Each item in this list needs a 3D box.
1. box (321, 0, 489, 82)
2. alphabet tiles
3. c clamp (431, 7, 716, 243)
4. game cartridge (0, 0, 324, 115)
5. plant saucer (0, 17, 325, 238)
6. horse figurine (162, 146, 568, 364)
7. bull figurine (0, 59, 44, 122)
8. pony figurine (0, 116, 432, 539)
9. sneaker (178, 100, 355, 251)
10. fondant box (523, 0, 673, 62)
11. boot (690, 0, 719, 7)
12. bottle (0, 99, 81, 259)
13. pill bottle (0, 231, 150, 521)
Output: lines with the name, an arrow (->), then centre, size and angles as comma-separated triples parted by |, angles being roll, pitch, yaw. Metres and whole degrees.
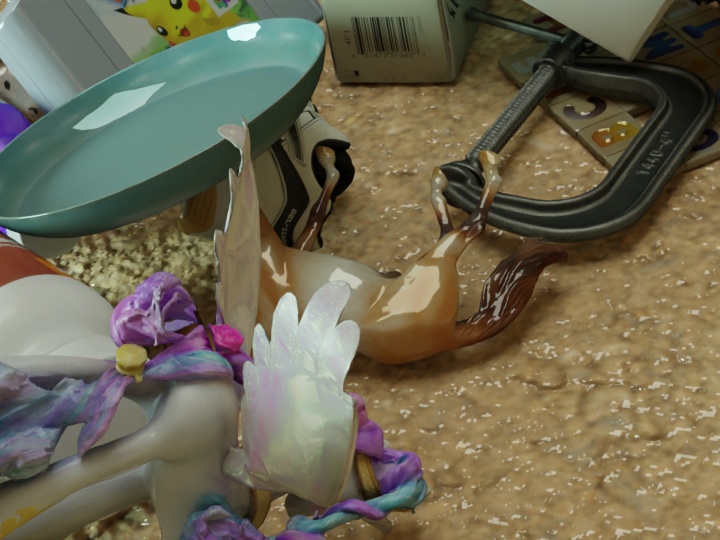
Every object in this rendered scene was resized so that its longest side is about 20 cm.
box -> 0.042, -0.198, 1.317 | 0.081, 0.069, 0.201 | 1, 38, 17
alphabet tiles -> 0.182, -0.122, 1.223 | 0.166, 0.008, 0.200 | -22, 37, -13
c clamp -> 0.105, -0.078, 1.163 | 0.170, 0.027, 0.200 | 10, 40, 21
game cartridge -> -0.122, -0.156, 1.263 | 0.200, 0.134, 0.040 | -43, 5, -35
plant saucer -> -0.104, -0.070, 1.075 | 0.199, 0.028, 0.200 | -21, 23, 9
horse figurine -> 0.000, 0.000, 1.051 | 0.198, 0.050, 0.134 | 8, 69, 12
bull figurine -> -0.173, -0.170, 1.350 | 0.120, 0.065, 0.201 | -3, 38, 6
pony figurine -> -0.068, 0.060, 0.873 | 0.198, 0.194, 0.167 | -12, 41, -9
sneaker -> -0.045, -0.068, 1.179 | 0.087, 0.076, 0.201 | 14, 33, -4
fondant box -> 0.124, -0.220, 1.251 | 0.144, 0.058, 0.200 | 30, 33, -4
boot -> 0.239, -0.206, 1.155 | 0.196, 0.074, 0.163 | -4, 29, 0
bottle -> -0.228, -0.063, 1.218 | 0.083, 0.066, 0.199 | -33, 40, -26
pill bottle -> -0.181, 0.042, 1.017 | 0.112, 0.113, 0.199 | -34, 41, -28
